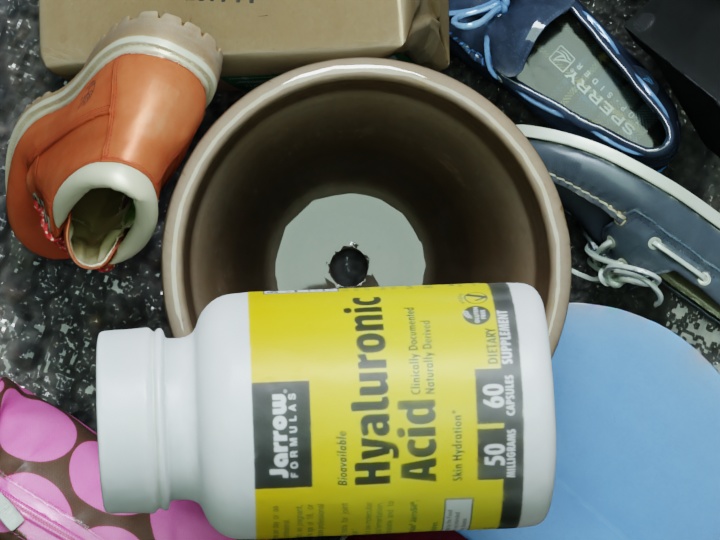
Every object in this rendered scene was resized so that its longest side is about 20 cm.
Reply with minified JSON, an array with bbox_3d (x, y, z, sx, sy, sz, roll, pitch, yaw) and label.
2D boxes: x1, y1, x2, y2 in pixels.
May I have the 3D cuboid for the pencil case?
[{"bbox_3d":[-0.128,0.140,1.253,0.199,0.094,0.091,29,88,-3],"label":"pencil case"}]

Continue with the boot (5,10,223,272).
[{"bbox_3d":[-0.139,-0.038,1.198,0.075,0.200,0.108,23,59,-16],"label":"boot"}]

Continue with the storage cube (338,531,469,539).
[{"bbox_3d":[0.030,0.238,1.204,0.179,0.171,0.201,32,99,3],"label":"storage cube"}]

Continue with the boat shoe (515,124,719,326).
[{"bbox_3d":[0.157,-0.012,1.277,0.199,0.075,0.062,28,85,-15],"label":"boat shoe"}]

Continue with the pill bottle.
[{"bbox_3d":[-0.017,0.064,1.076,0.199,0.111,0.112,-3,90,-3],"label":"pill bottle"}]

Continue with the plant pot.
[{"bbox_3d":[0.000,0.000,1.218,0.199,0.175,0.202,0,89,-2],"label":"plant pot"}]

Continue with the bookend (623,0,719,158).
[{"bbox_3d":[0.262,-0.054,1.260,0.092,0.199,0.200,-42,136,-2],"label":"bookend"}]

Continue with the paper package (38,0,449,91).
[{"bbox_3d":[-0.062,-0.189,1.227,0.199,0.103,0.192,-3,89,15],"label":"paper package"}]

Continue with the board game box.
[{"bbox_3d":[0.116,0.117,1.291,0.158,0.039,0.200,39,98,-1],"label":"board game box"}]

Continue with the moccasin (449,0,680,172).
[{"bbox_3d":[0.096,-0.130,1.276,0.199,0.068,0.081,34,88,-2],"label":"moccasin"}]
